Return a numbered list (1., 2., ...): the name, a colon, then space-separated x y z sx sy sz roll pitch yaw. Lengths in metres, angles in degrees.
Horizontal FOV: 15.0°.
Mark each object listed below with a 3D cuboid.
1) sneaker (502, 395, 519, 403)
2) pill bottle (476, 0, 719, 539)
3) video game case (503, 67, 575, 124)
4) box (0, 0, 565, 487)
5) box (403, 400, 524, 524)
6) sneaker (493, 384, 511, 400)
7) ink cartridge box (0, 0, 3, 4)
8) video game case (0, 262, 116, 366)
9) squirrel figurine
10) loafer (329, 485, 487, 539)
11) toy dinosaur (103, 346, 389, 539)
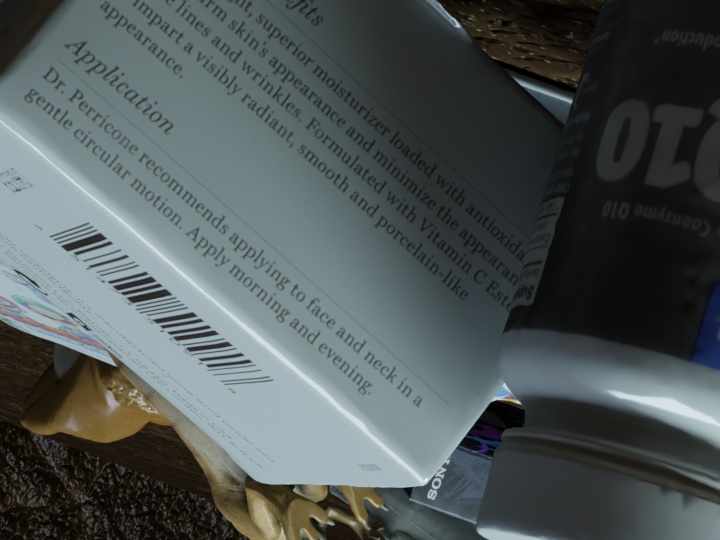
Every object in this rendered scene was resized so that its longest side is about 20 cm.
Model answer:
1. sneaker: 0.091 0.049 1.540 0.199 0.075 0.090 15 165 20
2. pill bottle: 0.109 0.000 0.850 0.113 0.201 0.114 16 170 3
3. video game case: 0.073 -0.048 1.184 0.182 0.023 0.200 19 169 -9
4. box: -0.043 -0.034 0.964 0.199 0.131 0.200 41 165 -12
5. box: 0.079 0.094 1.273 0.143 0.036 0.200 20 -176 -8
6. sneaker: 0.080 0.028 1.174 0.146 0.081 0.200 7 157 -28
7. ink cartridge box: -0.172 -0.075 1.270 0.200 0.084 0.145 12 170 27
8. video game case: -0.124 0.023 1.338 0.200 0.024 0.182 20 169 21
9. squirrel figurine: -0.091 0.058 1.752 0.186 0.142 0.200 15 175 -26
10. loafer: 0.047 0.137 1.282 0.070 0.070 0.200 17 -173 -38
11. toy dinosaur: -0.049 0.097 1.228 0.106 0.060 0.200 -4 132 52
